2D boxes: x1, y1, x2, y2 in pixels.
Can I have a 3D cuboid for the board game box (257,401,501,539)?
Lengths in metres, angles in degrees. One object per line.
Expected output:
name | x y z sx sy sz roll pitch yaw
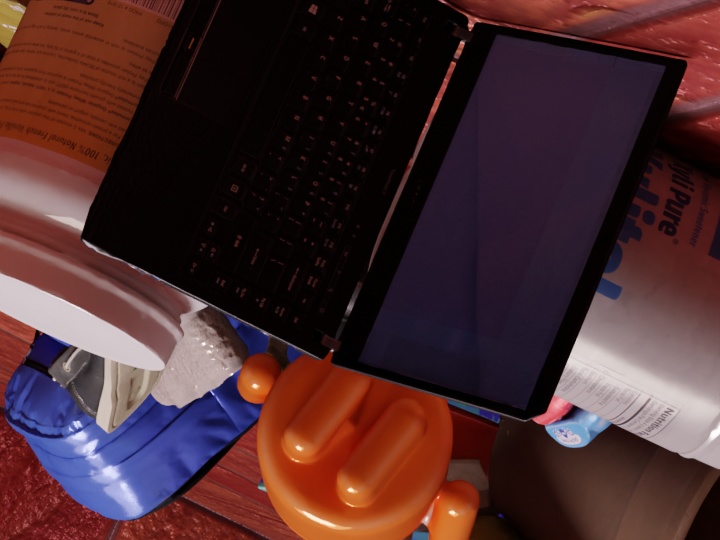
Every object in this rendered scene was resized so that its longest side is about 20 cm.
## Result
board game box | 0.043 0.134 1.984 0.199 0.153 0.045 28 167 -19

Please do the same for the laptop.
laptop | 0.009 -0.052 1.181 0.199 0.178 0.103 27 167 -16

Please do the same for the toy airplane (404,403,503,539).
toy airplane | 0.044 0.135 1.825 0.198 0.142 0.200 25 -178 34

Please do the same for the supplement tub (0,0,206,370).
supplement tub | -0.108 -0.068 1.287 0.144 0.201 0.144 23 168 5

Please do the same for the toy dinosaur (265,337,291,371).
toy dinosaur | -0.068 -0.013 1.751 0.058 0.201 0.101 -31 168 28

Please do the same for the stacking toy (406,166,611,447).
stacking toy | 0.076 0.000 1.514 0.200 0.110 0.116 37 169 -5

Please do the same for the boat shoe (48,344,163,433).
boat shoe | -0.149 0.025 1.638 0.068 0.072 0.200 43 146 12

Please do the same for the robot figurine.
robot figurine | -0.003 0.108 1.587 0.143 0.117 0.200 0 168 -1

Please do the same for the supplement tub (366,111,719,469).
supplement tub | 0.115 -0.001 1.309 0.199 0.133 0.132 24 168 -7

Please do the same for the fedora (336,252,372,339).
fedora | 0.000 0.000 1.632 0.200 0.092 0.201 24 169 5

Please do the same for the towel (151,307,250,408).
towel | -0.139 0.025 1.751 0.133 0.034 0.200 53 162 -2

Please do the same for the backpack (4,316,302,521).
backpack | -0.161 0.065 1.926 0.168 0.200 0.162 49 166 -24

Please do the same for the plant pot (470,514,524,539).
plant pot | 0.071 0.271 1.675 0.194 0.196 0.200 47 -176 26

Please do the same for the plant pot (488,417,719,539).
plant pot | 0.179 0.139 1.675 0.174 0.201 0.200 26 172 37

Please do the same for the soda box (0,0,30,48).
soda box | -0.142 -0.130 1.416 0.067 0.064 0.200 17 166 30
